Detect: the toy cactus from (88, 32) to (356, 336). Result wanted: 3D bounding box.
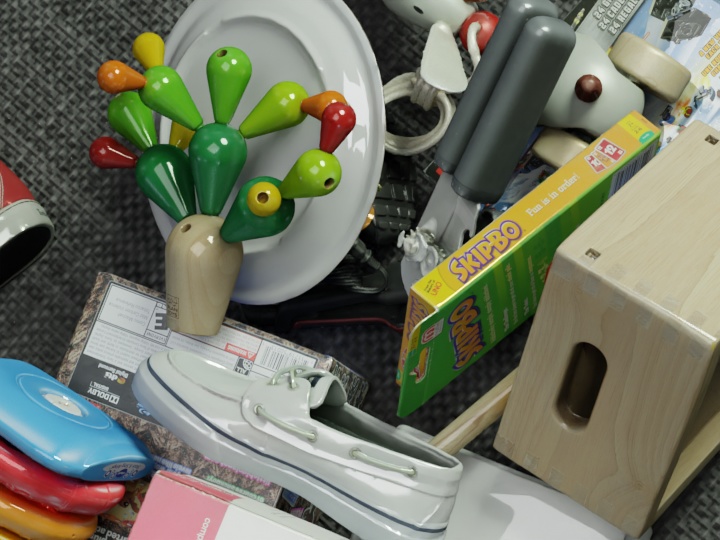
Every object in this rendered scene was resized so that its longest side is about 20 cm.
[{"bbox_3d":[-0.087,-0.045,1.631,0.200,0.102,0.166,14,100,35],"label":"toy cactus"}]

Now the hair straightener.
[{"bbox_3d":[0.000,0.000,1.712,0.199,0.077,0.041,0,42,26],"label":"hair straightener"}]

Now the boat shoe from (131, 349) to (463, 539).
[{"bbox_3d":[-0.031,0.084,1.597,0.200,0.074,0.067,28,110,9],"label":"boat shoe"}]

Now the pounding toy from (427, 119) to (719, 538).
[{"bbox_3d":[0.142,0.044,1.594,0.142,0.200,0.184,32,45,18],"label":"pounding toy"}]

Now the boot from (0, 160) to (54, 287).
[{"bbox_3d":[-0.311,-0.018,1.806,0.200,0.072,0.144,-38,71,-4],"label":"boot"}]

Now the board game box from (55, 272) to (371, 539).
[{"bbox_3d":[-0.109,0.126,1.703,0.159,0.097,0.201,20,84,18],"label":"board game box"}]

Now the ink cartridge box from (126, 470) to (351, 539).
[{"bbox_3d":[-0.025,0.184,1.551,0.199,0.147,0.083,22,86,8],"label":"ink cartridge box"}]

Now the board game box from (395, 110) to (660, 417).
[{"bbox_3d":[0.088,-0.002,1.591,0.030,0.096,0.200,38,60,20],"label":"board game box"}]

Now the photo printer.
[{"bbox_3d":[0.058,0.210,1.654,0.166,0.069,0.200,22,85,19],"label":"photo printer"}]

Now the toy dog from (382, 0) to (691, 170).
[{"bbox_3d":[0.089,-0.126,1.660,0.199,0.096,0.132,13,81,18],"label":"toy dog"}]

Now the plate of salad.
[{"bbox_3d":[-0.054,-0.080,1.693,0.200,0.048,0.201,-1,89,43],"label":"plate of salad"}]

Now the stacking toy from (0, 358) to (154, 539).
[{"bbox_3d":[-0.214,0.160,1.630,0.110,0.116,0.200,33,100,22],"label":"stacking toy"}]

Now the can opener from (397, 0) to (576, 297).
[{"bbox_3d":[0.074,-0.061,1.614,0.053,0.066,0.200,56,134,49],"label":"can opener"}]

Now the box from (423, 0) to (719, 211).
[{"bbox_3d":[0.154,-0.085,1.706,0.137,0.040,0.200,44,92,18],"label":"box"}]

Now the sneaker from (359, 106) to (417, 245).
[{"bbox_3d":[-0.038,-0.092,1.756,0.087,0.076,0.200,-35,70,27],"label":"sneaker"}]
